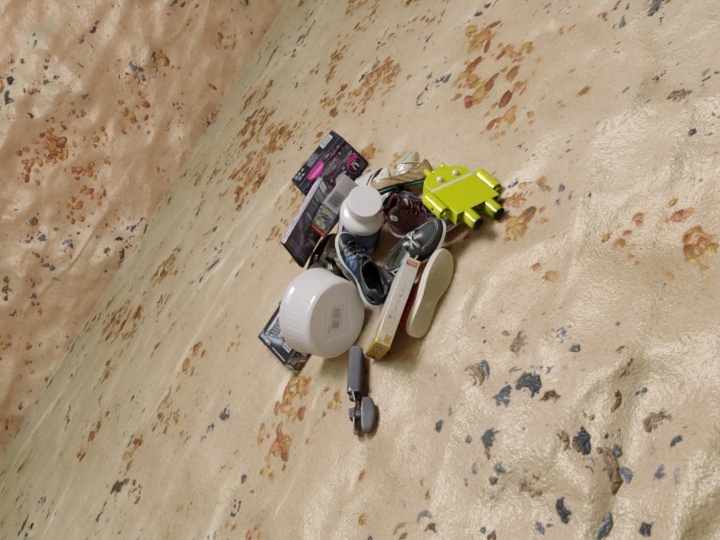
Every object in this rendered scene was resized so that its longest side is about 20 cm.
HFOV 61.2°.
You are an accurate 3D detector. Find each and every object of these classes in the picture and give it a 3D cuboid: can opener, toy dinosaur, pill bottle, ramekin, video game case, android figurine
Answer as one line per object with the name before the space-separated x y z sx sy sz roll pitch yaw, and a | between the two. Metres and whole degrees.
can opener | 0.005 0.257 1.307 0.065 0.054 0.203 -4 50 9
toy dinosaur | -0.068 0.010 1.565 0.077 0.101 0.204 -31 52 45
pill bottle | 0.001 -0.120 1.488 0.201 0.109 0.113 104 -174 -65
ramekin | -0.082 0.103 1.409 0.097 0.200 0.203 14 71 45
video game case | -0.130 -0.124 1.600 0.019 0.143 0.203 22 73 25
android figurine | 0.217 -0.170 1.333 0.179 0.042 0.201 -23 52 -21

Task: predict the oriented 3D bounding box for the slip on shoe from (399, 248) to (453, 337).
slip on shoe | 0.138 0.044 1.303 0.061 0.073 0.203 11 74 56

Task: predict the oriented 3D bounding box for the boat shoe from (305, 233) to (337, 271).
boat shoe | -0.112 -0.016 1.653 0.060 0.074 0.203 -1 57 49

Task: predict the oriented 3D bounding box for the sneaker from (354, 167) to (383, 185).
sneaker | 0.003 -0.191 1.687 0.202 0.075 0.115 -56 22 -9

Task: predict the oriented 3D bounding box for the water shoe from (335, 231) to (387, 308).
water shoe | 0.009 -0.016 1.386 0.202 0.070 0.079 61 153 19

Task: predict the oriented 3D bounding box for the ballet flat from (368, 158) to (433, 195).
ballet flat | 0.089 -0.234 1.533 0.196 0.067 0.070 -18 -1 -9

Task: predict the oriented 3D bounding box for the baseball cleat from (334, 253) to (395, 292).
baseball cleat | 0.000 0.000 1.469 0.198 0.106 0.071 15 68 51

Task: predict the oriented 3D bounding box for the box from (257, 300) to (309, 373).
box | -0.176 0.156 1.599 0.159 0.050 0.199 -56 34 -3

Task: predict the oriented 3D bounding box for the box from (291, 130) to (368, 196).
box | -0.094 -0.299 1.844 0.201 0.114 0.132 -49 33 4

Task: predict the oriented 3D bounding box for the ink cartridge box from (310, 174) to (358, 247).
ink cartridge box | -0.077 -0.150 1.582 0.110 0.050 0.200 -54 1 -29

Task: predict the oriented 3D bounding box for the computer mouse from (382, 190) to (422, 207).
computer mouse | 0.129 -0.128 1.486 0.199 0.053 0.140 33 85 44

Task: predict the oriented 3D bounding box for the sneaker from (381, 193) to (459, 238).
sneaker | 0.133 -0.134 1.369 0.196 0.115 0.077 -14 54 29

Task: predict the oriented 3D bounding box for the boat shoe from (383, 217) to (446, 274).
boat shoe | 0.119 -0.050 1.358 0.201 0.059 0.077 -53 39 44

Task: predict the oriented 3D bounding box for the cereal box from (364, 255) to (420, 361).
cereal box | 0.069 0.085 1.313 0.144 0.039 0.203 112 180 -71

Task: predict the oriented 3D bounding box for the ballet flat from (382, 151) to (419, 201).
ballet flat | 0.103 -0.216 1.595 0.062 0.067 0.201 42 99 28
